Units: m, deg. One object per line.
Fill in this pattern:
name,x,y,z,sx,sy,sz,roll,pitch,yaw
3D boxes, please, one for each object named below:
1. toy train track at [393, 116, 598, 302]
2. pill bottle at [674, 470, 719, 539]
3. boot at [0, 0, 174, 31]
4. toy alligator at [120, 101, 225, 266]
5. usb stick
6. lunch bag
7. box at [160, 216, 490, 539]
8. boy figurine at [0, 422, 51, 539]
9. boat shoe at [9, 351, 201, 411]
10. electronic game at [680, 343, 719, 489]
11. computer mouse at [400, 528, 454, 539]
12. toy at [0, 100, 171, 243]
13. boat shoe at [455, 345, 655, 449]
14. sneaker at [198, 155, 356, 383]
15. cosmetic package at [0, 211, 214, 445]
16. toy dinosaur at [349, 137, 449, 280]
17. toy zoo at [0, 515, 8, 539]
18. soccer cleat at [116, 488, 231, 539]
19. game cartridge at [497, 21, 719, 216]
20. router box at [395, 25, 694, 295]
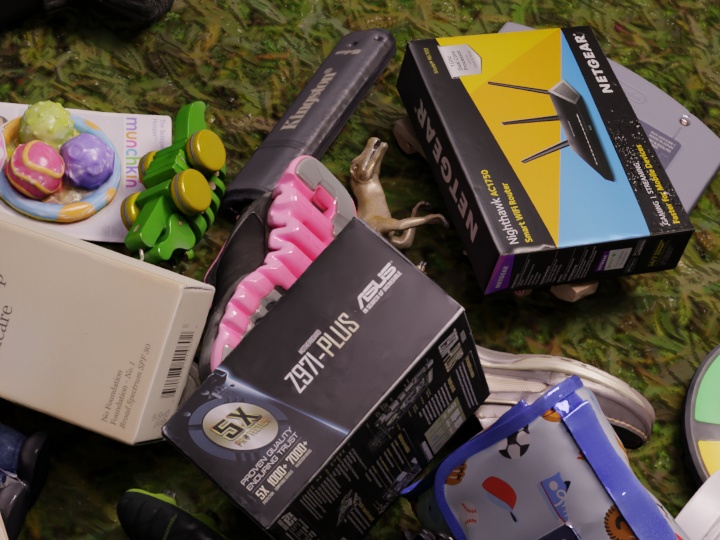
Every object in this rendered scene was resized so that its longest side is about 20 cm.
toy train track,0.092,-0.040,1.339,0.114,0.033,0.200,-22,54,-35
pill bottle,0.275,0.217,1.144,0.200,0.109,0.109,38,56,15
boot,-0.225,-0.204,1.361,0.157,0.080,0.212,20,53,3
toy alligator,-0.126,-0.032,1.259,0.054,0.059,0.201,46,40,-30
usb stick,-0.035,-0.107,1.351,0.033,0.055,0.200,54,49,-25
lunch bag,0.121,0.157,1.072,0.124,0.200,0.170,-32,84,-20
box,-0.013,0.082,1.096,0.086,0.200,0.164,40,83,17
boy figurine,-0.294,0.106,1.134,0.199,0.065,0.125,18,53,2
boat shoe,-0.182,0.055,1.206,0.199,0.072,0.068,18,15,10
electronic game,0.314,0.120,1.265,0.199,0.042,0.201,5,54,-7
computer mouse,0.044,0.252,1.061,0.052,0.139,0.201,3,73,-13
toy,-0.228,-0.081,1.292,0.199,0.047,0.116,2,56,-10
boat shoe,0.092,0.094,1.228,0.199,0.075,0.074,13,68,5
sneaker,-0.069,0.016,1.211,0.079,0.095,0.201,48,41,-26
cosmetic package,-0.201,0.026,1.138,0.199,0.073,0.104,18,92,12
toy dinosaur,0.000,0.000,1.290,0.101,0.058,0.201,13,54,18
toy zoo,-0.312,0.146,1.078,0.199,0.020,0.132,-17,84,-7
soccer cleat,-0.081,0.208,1.107,0.200,0.068,0.081,39,67,15
game cartridge,0.168,-0.103,1.400,0.199,0.041,0.133,32,58,11
router box,0.126,-0.081,1.313,0.148,0.051,0.201,-8,53,-19
